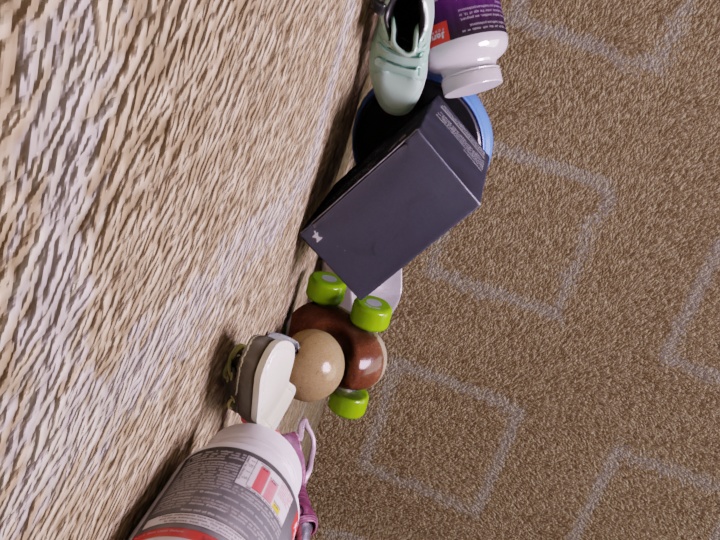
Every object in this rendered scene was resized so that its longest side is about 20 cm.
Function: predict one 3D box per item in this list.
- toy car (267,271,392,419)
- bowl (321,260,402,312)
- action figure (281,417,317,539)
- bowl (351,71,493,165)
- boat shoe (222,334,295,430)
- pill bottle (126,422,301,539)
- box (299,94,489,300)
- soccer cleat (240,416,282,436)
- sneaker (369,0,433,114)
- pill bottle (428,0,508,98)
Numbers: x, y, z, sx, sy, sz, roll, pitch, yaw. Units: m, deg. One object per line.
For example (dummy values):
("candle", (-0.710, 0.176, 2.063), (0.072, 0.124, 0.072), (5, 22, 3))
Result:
("toy car", (-0.074, 0.113, 1.050), (0.199, 0.157, 0.166), (-14, 124, -52))
("bowl", (0.000, 0.000, 1.331), (0.200, 0.074, 0.202), (-46, 138, -51))
("action figure", (-0.099, 0.356, 1.239), (0.201, 0.148, 0.135), (56, -7, 47))
("bowl", (0.081, -0.174, 1.108), (0.039, 0.198, 0.203), (-50, 160, -65))
("boat shoe", (-0.101, 0.105, 0.762), (0.073, 0.060, 0.202), (-58, 171, -22))
("pill bottle", (-0.111, 0.207, 0.628), (0.200, 0.114, 0.117), (-63, 172, -71))
("box", (0.049, -0.096, 1.009), (0.196, 0.118, 0.200), (-39, -170, 24))
("soccer cleat", (-0.147, 0.244, 0.825), (0.201, 0.076, 0.067), (-53, -172, -21))
("sneaker", (0.041, -0.250, 0.924), (0.119, 0.073, 0.202), (-77, 174, -49))
("pill bottle", (0.120, -0.326, 1.010), (0.112, 0.111, 0.203), (-28, 105, -86))
